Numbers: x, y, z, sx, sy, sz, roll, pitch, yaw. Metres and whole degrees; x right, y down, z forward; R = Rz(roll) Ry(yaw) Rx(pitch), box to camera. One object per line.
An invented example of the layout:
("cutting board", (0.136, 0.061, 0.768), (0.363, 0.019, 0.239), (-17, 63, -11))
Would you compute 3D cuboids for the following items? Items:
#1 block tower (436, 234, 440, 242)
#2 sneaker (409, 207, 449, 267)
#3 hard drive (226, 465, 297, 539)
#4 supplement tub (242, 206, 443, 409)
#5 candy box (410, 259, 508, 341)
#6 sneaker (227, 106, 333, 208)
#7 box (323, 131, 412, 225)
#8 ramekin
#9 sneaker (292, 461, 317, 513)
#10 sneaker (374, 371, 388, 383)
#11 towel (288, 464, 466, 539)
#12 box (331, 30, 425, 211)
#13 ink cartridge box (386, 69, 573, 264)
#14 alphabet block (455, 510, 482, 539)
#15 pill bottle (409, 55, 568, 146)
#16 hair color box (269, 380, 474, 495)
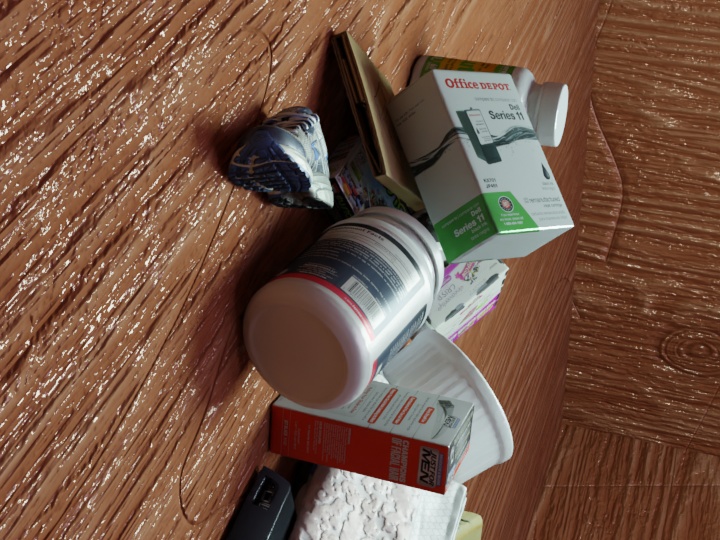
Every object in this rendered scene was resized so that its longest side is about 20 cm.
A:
("block tower", (0.098, -0.118, 1.444), (0.058, 0.054, 0.201), (45, 28, -66))
("sneaker", (0.085, -0.050, 1.667), (0.071, 0.099, 0.200), (-39, 167, 26))
("hard drive", (-0.114, 0.321, 1.276), (0.135, 0.042, 0.201), (83, 23, -46))
("supplement tub", (-0.013, 0.033, 1.229), (0.200, 0.140, 0.141), (-44, 142, -49))
("candy box", (0.133, 0.045, 1.741), (0.136, 0.061, 0.200), (-39, 167, -11))
("sneaker", (-0.072, -0.114, 1.132), (0.200, 0.077, 0.086), (45, 46, -79))
("box", (0.021, -0.044, 1.372), (0.201, 0.035, 0.110), (60, 33, -24))
("ramekin", (0.099, 0.186, 1.590), (0.097, 0.200, 0.201), (-32, 143, -18))
("sneaker", (-0.041, 0.287, 1.440), (0.076, 0.077, 0.201), (46, 53, -68))
("sneaker", (0.007, 0.160, 1.543), (0.201, 0.074, 0.080), (88, -9, -57))
("towel", (0.026, 0.273, 1.383), (0.032, 0.191, 0.200), (-44, -164, 41))
("box", (0.025, -0.160, 1.365), (0.200, 0.021, 0.164), (28, 44, -73))
("ink cartridge box", (0.132, -0.117, 1.359), (0.146, 0.083, 0.201), (-7, 70, -45))
("alphabet block", (0.034, 0.397, 1.561), (0.200, 0.194, 0.198), (14, 89, -74))
("pill bottle", (0.169, -0.219, 1.628), (0.111, 0.199, 0.112), (10, 90, -74))
("hair color box", (0.013, 0.172, 1.337), (0.111, 0.199, 0.064), (-44, 141, -63))
